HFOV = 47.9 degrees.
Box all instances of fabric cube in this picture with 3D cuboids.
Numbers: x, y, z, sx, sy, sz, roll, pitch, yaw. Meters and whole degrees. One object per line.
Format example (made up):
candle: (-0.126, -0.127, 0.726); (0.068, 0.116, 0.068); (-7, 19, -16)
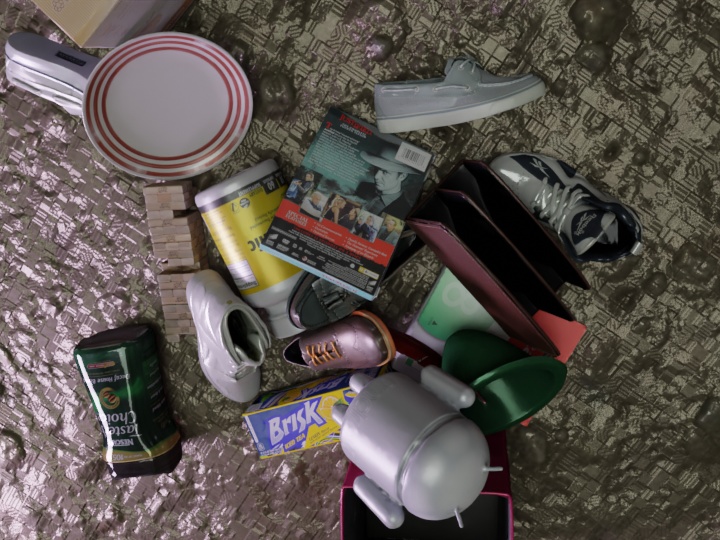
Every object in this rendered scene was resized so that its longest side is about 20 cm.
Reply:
fabric cube: (0.086, 0.310, 1.008); (0.198, 0.199, 0.198); (1, 104, 8)

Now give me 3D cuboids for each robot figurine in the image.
robot figurine: (0.057, 0.186, 0.865); (0.199, 0.113, 0.171); (31, 93, 41)

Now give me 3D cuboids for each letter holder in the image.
letter holder: (0.165, -0.016, 0.896); (0.101, 0.142, 0.200); (-45, 104, -4)

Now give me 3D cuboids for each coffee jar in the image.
coffee jar: (-0.308, 0.181, 1.087); (0.103, 0.085, 0.202); (-9, 104, 10)

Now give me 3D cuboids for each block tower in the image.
block tower: (-0.229, -0.013, 1.041); (0.057, 0.054, 0.202); (-2, 105, 9)

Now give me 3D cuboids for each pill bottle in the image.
pill bottle: (-0.111, -0.024, 0.992); (0.110, 0.111, 0.201); (-23, 101, 13)

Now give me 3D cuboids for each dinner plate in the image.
dinner plate: (-0.227, -0.194, 0.962); (0.198, 0.024, 0.201); (-13, 135, -13)

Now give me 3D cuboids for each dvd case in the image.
dvd case: (-0.011, -0.082, 0.948); (0.145, 0.022, 0.201); (24, 70, 0)

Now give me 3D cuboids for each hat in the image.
hat: (0.128, 0.087, 0.985); (0.166, 0.199, 0.177); (-47, 50, 28)

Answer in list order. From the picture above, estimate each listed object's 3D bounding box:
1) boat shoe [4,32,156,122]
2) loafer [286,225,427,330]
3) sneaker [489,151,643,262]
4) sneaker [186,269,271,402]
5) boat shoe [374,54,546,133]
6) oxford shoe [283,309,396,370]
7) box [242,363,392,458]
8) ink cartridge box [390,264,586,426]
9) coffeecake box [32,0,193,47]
boat shoe: (-0.341, -0.224, 0.999); (0.199, 0.074, 0.066); (27, 127, 0)
loafer: (0.000, 0.000, 0.955); (0.200, 0.063, 0.072); (-40, 120, -20)
sneaker: (0.236, -0.069, 0.921); (0.198, 0.130, 0.080); (33, 105, -2)
sneaker: (-0.153, 0.107, 1.006); (0.073, 0.115, 0.201); (-30, 127, -21)
boat shoe: (0.110, -0.209, 0.932); (0.199, 0.070, 0.072); (-9, 107, 13)
oxford shoe: (-0.027, 0.095, 0.969); (0.073, 0.199, 0.072); (-27, 96, -30)
box: (-0.048, 0.180, 1.045); (0.198, 0.064, 0.071); (-18, 101, 23)
ink cartridge box: (0.161, 0.096, 1.020); (0.199, 0.050, 0.162); (28, 107, 2)
coffeecake box: (-0.241, -0.323, 0.883); (0.073, 0.200, 0.154); (43, 106, -5)
